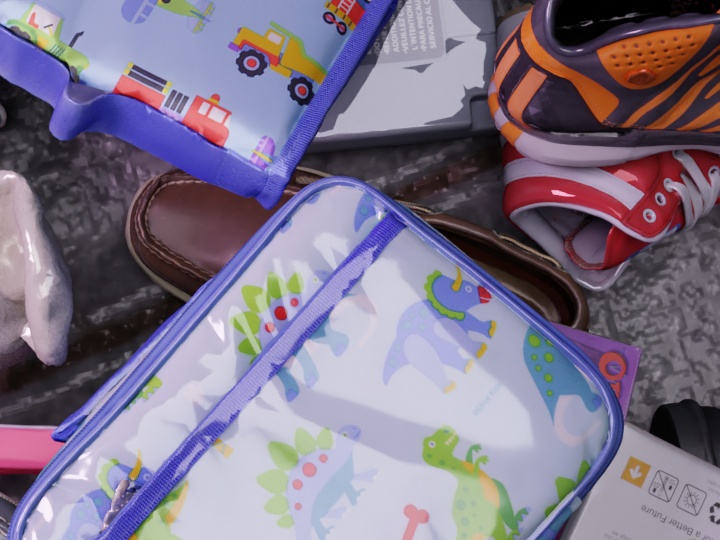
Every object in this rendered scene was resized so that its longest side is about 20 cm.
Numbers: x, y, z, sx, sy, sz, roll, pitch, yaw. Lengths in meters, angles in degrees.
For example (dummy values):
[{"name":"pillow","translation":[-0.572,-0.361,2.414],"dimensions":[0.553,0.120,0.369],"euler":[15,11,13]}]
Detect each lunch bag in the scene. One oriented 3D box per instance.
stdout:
[{"name":"lunch bag","translation":[-0.020,0.077,0.746],"dimensions":[0.161,0.082,0.200],"euler":[43,80,2]},{"name":"lunch bag","translation":[-0.066,-0.116,0.791],"dimensions":[0.150,0.094,0.200],"euler":[29,45,-1]}]

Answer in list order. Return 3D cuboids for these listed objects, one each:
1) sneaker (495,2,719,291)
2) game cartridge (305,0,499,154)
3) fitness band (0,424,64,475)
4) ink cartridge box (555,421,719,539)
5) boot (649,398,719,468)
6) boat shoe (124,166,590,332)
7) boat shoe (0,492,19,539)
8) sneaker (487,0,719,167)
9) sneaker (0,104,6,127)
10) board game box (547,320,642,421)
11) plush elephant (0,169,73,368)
[{"name":"sneaker","translation":[0.152,-0.042,0.881],"dimensions":[0.200,0.071,0.113],"euler":[9,68,-8]},{"name":"game cartridge","translation":[-0.014,-0.151,0.913],"dimensions":[0.133,0.042,0.200],"euler":[-7,81,-4]},{"name":"fitness band","translation":[-0.119,0.135,0.815],"dimensions":[0.200,0.037,0.144],"euler":[5,81,-4]},{"name":"ink cartridge box","translation":[0.094,0.165,0.791],"dimensions":[0.095,0.037,0.200],"euler":[26,83,-13]},{"name":"boot","translation":[0.222,0.133,0.866],"dimensions":[0.168,0.076,0.200],"euler":[-15,87,-7]},{"name":"boat shoe","translation":[0.002,-0.006,0.867],"dimensions":[0.202,0.075,0.075],"euler":[13,78,-4]},{"name":"boat shoe","translation":[-0.110,0.164,0.762],"dimensions":[0.073,0.062,0.200],"euler":[-29,86,-9]},{"name":"sneaker","translation":[0.155,-0.093,0.803],"dimensions":[0.200,0.112,0.078],"euler":[-12,68,-16]},{"name":"sneaker","translation":[-0.153,-0.153,0.888],"dimensions":[0.093,0.070,0.200],"euler":[27,76,-17]},{"name":"board game box","translation":[0.032,0.111,0.811],"dimensions":[0.120,0.032,0.200],"euler":[17,82,-11]},{"name":"plush elephant","translation":[-0.187,-0.004,0.799],"dimensions":[0.200,0.165,0.155],"euler":[-42,94,-5]}]
